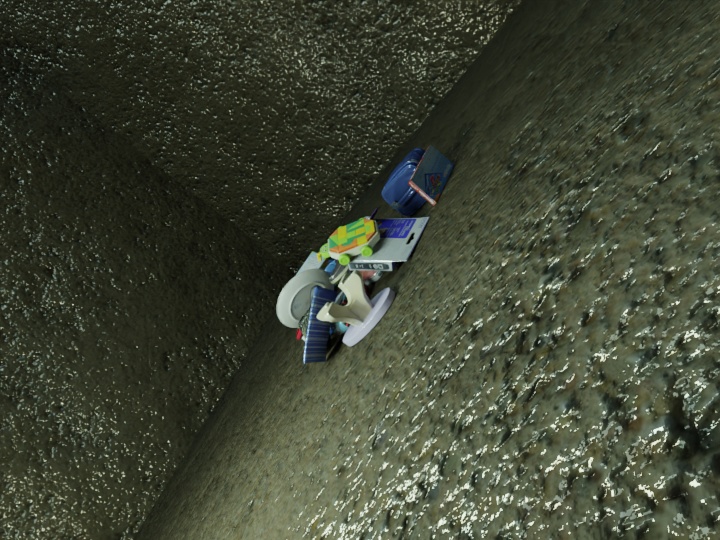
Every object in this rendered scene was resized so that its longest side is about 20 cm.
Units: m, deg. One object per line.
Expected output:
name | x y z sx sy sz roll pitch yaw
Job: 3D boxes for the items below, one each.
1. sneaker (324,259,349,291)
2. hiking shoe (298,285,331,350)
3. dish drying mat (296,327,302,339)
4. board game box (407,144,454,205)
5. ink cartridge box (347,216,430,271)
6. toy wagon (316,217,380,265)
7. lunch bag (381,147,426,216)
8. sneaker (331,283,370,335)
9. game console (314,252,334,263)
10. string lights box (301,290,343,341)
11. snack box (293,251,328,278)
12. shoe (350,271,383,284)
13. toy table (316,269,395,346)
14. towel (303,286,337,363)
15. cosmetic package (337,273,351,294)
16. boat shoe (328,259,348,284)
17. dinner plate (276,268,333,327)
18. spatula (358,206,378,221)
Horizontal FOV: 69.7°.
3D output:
sneaker | -0.097 0.040 1.655 0.201 0.070 0.083 -58 1 15
hiking shoe | -0.142 0.141 1.489 0.075 0.099 0.204 -20 -69 -59
dish drying mat | -0.159 0.112 1.600 0.077 0.018 0.203 -56 -15 -69
board game box | 0.218 -0.294 1.575 0.019 0.102 0.201 -42 15 50
ink cartridge box | 0.084 -0.077 1.474 0.197 0.044 0.199 0 42 34
toy wagon | -0.040 -0.080 1.483 0.197 0.040 0.156 -20 36 10
lunch bag | 0.161 -0.278 1.689 0.200 0.135 0.133 -45 12 42
sneaker | -0.039 0.102 1.482 0.096 0.079 0.201 -47 11 40
game console | -0.069 -0.010 1.852 0.171 0.198 0.121 0 94 49
string lights box | -0.097 0.153 1.627 0.200 0.059 0.103 -45 9 40
snack box | -0.168 0.068 1.714 0.170 0.067 0.201 84 -154 -46
shoe | 0.000 0.000 1.612 0.072 0.091 0.200 -56 10 -22
toy table | -0.017 0.090 1.305 0.201 0.116 0.184 -50 10 22
towel | -0.107 0.148 1.398 0.145 0.023 0.204 26 -108 -72
cosmetic package | -0.076 0.092 1.776 0.151 0.051 0.201 -43 14 40
boat shoe | -0.049 -0.051 1.558 0.201 0.065 0.072 -58 16 -23
dinner plate | -0.156 0.088 1.525 0.201 0.200 0.024 -53 48 1
spatula | 0.019 -0.162 1.624 0.057 0.020 0.200 -57 12 -12
